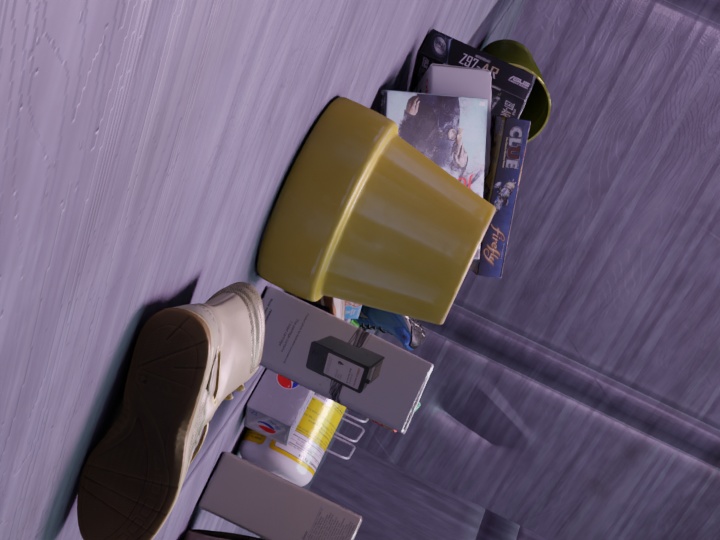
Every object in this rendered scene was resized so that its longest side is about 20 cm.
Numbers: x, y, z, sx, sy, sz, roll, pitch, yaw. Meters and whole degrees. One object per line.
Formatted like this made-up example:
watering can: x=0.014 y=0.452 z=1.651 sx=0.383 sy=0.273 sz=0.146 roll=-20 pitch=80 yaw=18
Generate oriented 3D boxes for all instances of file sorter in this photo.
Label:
file sorter: x=-0.035 y=0.300 z=2.723 sx=0.201 sy=0.124 sz=0.139 roll=-65 pitch=175 yaw=9

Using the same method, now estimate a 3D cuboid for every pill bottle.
pill bottle: x=-0.100 y=0.229 z=1.719 sx=0.200 sy=0.112 sz=0.112 roll=-63 pitch=175 yaw=-18

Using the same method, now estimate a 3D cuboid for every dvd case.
dvd case: x=0.087 y=-0.115 z=1.501 sx=0.022 sy=0.146 sz=0.201 roll=13 pitch=-79 yaw=63

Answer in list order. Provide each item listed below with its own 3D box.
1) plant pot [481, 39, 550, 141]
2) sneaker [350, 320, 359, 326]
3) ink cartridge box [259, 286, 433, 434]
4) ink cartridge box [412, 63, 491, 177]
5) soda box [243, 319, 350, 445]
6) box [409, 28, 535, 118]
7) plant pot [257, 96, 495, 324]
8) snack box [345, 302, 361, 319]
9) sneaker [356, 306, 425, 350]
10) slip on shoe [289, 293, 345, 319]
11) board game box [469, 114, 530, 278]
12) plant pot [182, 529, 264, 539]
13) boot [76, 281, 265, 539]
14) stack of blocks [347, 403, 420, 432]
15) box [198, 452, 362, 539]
plant pot: x=0.306 y=-0.396 z=2.627 sx=0.193 sy=0.200 sz=0.201 roll=-79 pitch=-172 yaw=-54
sneaker: x=0.000 y=0.000 z=1.799 sx=0.078 sy=0.085 sz=0.201 roll=11 pitch=103 yaw=-85
ink cartridge box: x=-0.023 y=0.101 z=1.367 sx=0.084 sy=0.199 sz=0.146 roll=-64 pitch=175 yaw=-4
ink cartridge box: x=0.108 y=-0.173 z=1.645 sx=0.200 sy=0.083 sz=0.145 roll=135 pitch=-41 yaw=-73
soda box: x=-0.083 y=0.131 z=1.654 sx=0.064 sy=0.068 sz=0.200 roll=105 pitch=10 yaw=-57
box: x=0.151 y=-0.244 z=1.741 sx=0.200 sy=0.160 sz=0.044 roll=100 pitch=16 yaw=-70
plant pot: x=0.024 y=-0.045 z=1.217 sx=0.201 sy=0.188 sz=0.201 roll=24 pitch=90 yaw=-85
snack box: x=-0.009 y=-0.034 z=1.520 sx=0.200 sy=0.037 sz=0.117 roll=107 pitch=-19 yaw=-61
sneaker: x=0.017 y=0.073 z=1.842 sx=0.090 sy=0.200 sz=0.078 roll=-52 pitch=138 yaw=-5
slip on shoe: x=-0.051 y=0.025 z=1.494 sx=0.200 sy=0.076 sz=0.061 roll=91 pitch=19 yaw=-61
board game box: x=0.169 y=-0.100 z=1.592 sx=0.135 sy=0.034 sz=0.201 roll=-129 pitch=-132 yaw=-78
plant pot: x=-0.181 y=0.428 z=1.575 sx=0.200 sy=0.199 sz=0.174 roll=83 pitch=15 yaw=-81
boot: x=-0.138 y=0.109 z=0.930 sx=0.155 sy=0.073 sz=0.201 roll=-36 pitch=146 yaw=-74
stack of blocks: x=-0.014 y=0.153 z=1.812 sx=0.059 sy=0.115 sz=0.200 roll=-45 pitch=-148 yaw=-19
box: x=-0.102 y=0.312 z=1.589 sx=0.082 sy=0.200 sz=0.068 roll=-63 pitch=175 yaw=-7
